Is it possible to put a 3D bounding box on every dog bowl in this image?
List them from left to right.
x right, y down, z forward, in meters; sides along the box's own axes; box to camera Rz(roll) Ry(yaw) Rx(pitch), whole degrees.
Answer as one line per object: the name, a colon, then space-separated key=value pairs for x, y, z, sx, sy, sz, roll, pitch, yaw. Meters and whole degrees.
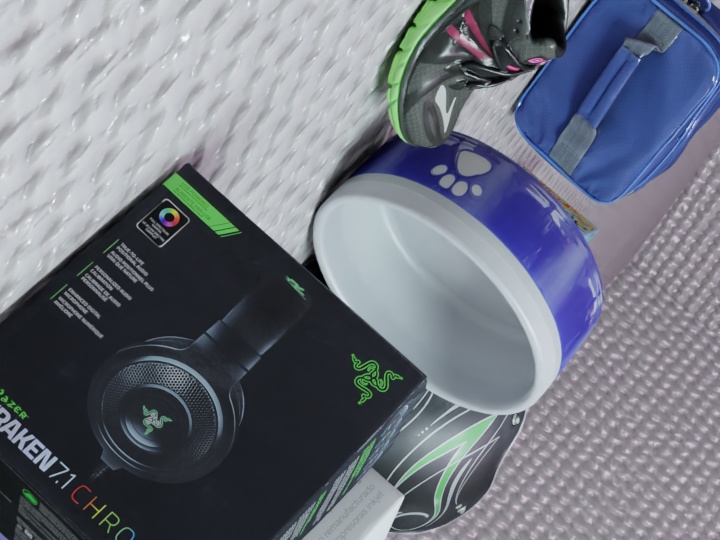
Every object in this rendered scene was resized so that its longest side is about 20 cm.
dog bowl: x=0.067 y=0.001 z=1.330 sx=0.079 sy=0.200 sz=0.200 roll=-46 pitch=170 yaw=-27

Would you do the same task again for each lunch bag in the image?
lunch bag: x=0.238 y=-0.164 z=1.658 sx=0.201 sy=0.136 sz=0.132 roll=-55 pitch=169 yaw=29

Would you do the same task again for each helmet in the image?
helmet: x=0.050 y=0.131 z=1.787 sx=0.200 sy=0.199 sz=0.192 roll=-38 pitch=157 yaw=-49

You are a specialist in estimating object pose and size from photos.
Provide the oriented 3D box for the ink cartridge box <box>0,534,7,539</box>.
ink cartridge box: x=-0.160 y=0.239 z=1.217 sx=0.137 sy=0.200 sz=0.076 roll=-55 pitch=168 yaw=33

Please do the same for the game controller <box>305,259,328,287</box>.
game controller: x=0.000 y=0.000 z=1.498 sx=0.200 sy=0.042 sz=0.105 roll=-40 pitch=167 yaw=-48

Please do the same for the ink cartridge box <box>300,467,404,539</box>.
ink cartridge box: x=-0.100 y=0.121 z=1.046 sx=0.147 sy=0.200 sz=0.083 roll=-44 pitch=166 yaw=-30

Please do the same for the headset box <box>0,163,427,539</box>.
headset box: x=-0.089 y=0.071 z=0.972 sx=0.200 sy=0.174 sz=0.093 roll=-43 pitch=169 yaw=-29

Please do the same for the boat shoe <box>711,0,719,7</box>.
boat shoe: x=0.310 y=-0.281 z=1.778 sx=0.200 sy=0.073 sz=0.067 roll=-52 pitch=162 yaw=-56

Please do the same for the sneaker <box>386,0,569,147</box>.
sneaker: x=0.081 y=-0.144 z=1.182 sx=0.077 sy=0.084 sz=0.201 roll=-36 pitch=164 yaw=-50

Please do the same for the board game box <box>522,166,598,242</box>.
board game box: x=0.144 y=-0.025 z=1.862 sx=0.105 sy=0.103 sz=0.200 roll=-52 pitch=170 yaw=16
